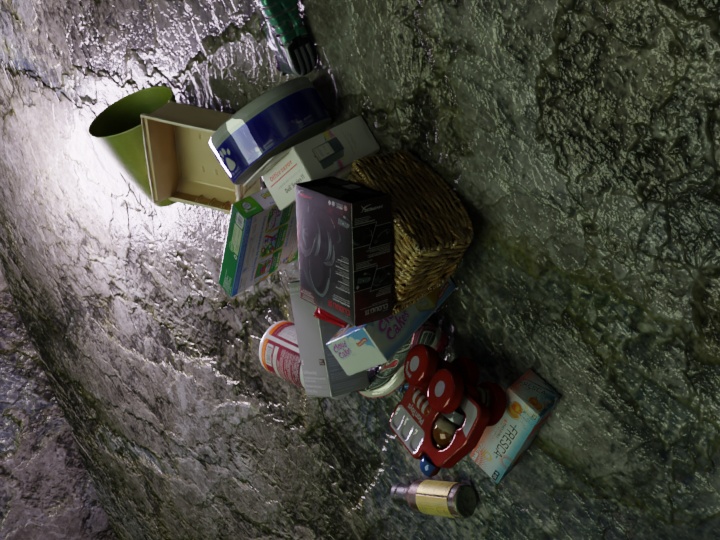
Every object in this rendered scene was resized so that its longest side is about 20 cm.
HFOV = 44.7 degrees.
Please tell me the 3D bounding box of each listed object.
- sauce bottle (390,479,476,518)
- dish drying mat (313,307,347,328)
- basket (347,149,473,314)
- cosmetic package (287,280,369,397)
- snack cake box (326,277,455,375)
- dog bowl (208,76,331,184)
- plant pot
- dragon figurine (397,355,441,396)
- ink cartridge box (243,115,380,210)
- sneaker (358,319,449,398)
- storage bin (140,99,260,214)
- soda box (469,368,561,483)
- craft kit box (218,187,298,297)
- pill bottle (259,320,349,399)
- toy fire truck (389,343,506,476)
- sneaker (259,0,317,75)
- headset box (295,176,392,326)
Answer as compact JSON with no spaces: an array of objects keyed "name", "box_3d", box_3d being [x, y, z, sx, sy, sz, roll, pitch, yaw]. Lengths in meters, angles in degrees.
[{"name":"sauce bottle","box_3d":[0.132,0.426,1.648,0.198,0.064,0.066,-10,107,53]},{"name":"dish drying mat","box_3d":[0.000,0.000,1.422,0.076,0.202,0.018,16,154,41]},{"name":"basket","box_3d":[0.065,-0.062,1.332,0.201,0.141,0.150,54,141,27]},{"name":"cosmetic package","box_3d":[-0.056,0.109,1.505,0.106,0.089,0.204,-13,89,61]},{"name":"snack cake box","box_3d":[0.050,0.071,1.393,0.068,0.200,0.114,53,143,-9]},{"name":"dog bowl","box_3d":[-0.146,-0.227,1.431,0.080,0.199,0.199,56,143,-1]},{"name":"plant pot","box_3d":[-0.425,-0.240,1.792,0.185,0.187,0.202,16,140,42]},{"name":"dragon figurine","box_3d":[0.139,0.218,1.506,0.199,0.058,0.101,38,138,28]},{"name":"ink cartridge box","box_3d":[-0.077,-0.164,1.391,0.068,0.199,0.117,59,143,0]},{"name":"sneaker","box_3d":[0.060,0.145,1.496,0.074,0.081,0.199,40,121,-16]},{"name":"storage bin","box_3d":[-0.298,-0.202,1.662,0.196,0.094,0.202,14,126,18]},{"name":"soda box","box_3d":[0.245,0.251,1.400,0.068,0.063,0.202,42,140,22]},{"name":"craft kit box","box_3d":[-0.154,-0.070,1.546,0.049,0.196,0.202,44,140,22]},{"name":"pill bottle","box_3d":[-0.100,0.177,1.718,0.198,0.109,0.112,19,127,42]},{"name":"toy fire truck","box_3d":[0.125,0.224,1.365,0.170,0.111,0.200,-65,30,12]},{"name":"sneaker","box_3d":[-0.140,-0.411,1.411,0.087,0.074,0.204,8,120,52]},{"name":"headset box","box_3d":[-0.025,-0.022,1.284,0.148,0.076,0.204,24,121,50]}]
